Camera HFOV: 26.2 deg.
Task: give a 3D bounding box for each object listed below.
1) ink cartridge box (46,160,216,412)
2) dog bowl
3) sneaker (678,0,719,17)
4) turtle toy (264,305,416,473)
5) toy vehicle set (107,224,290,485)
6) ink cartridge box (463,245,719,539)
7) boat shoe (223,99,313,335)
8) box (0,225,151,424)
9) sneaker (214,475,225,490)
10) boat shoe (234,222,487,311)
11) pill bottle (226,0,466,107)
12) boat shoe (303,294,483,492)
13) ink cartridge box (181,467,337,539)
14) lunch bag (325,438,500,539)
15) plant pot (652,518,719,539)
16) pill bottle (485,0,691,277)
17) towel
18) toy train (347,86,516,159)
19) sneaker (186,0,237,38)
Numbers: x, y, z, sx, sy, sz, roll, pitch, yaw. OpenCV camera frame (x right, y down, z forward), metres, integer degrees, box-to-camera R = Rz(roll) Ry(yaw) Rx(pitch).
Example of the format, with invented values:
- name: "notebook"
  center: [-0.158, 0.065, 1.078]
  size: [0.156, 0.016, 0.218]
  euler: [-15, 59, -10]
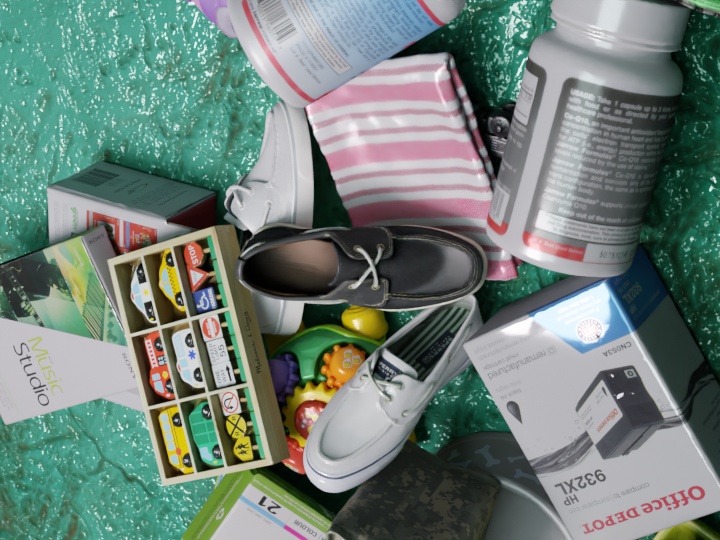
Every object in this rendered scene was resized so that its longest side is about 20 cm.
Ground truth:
- name: "ink cartridge box"
  center: [-0.189, 0.023, 1.402]
  size: [0.175, 0.084, 0.201]
  euler: [16, 118, 24]
- name: "dog bowl"
  center: [0.123, 0.241, 1.330]
  size: [0.199, 0.059, 0.201]
  euler: [12, 116, 26]
- name: "sneaker"
  center: [0.288, -0.212, 1.046]
  size: [0.199, 0.078, 0.086]
  euler: [6, 106, 18]
- name: "turtle toy"
  center: [-0.047, 0.116, 1.333]
  size: [0.199, 0.101, 0.146]
  euler: [-11, 105, 19]
- name: "toy vehicle set"
  center: [-0.136, 0.072, 1.294]
  size: [0.124, 0.026, 0.201]
  euler: [-16, 86, 34]
- name: "ink cartridge box"
  center: [0.197, 0.105, 1.214]
  size: [0.145, 0.084, 0.201]
  euler: [-27, 95, 34]
- name: "boat shoe"
  center: [-0.081, -0.045, 1.296]
  size: [0.068, 0.072, 0.201]
  euler: [1, 106, -15]
- name: "box"
  center: [-0.278, 0.053, 1.394]
  size: [0.199, 0.036, 0.145]
  euler: [-18, 101, 35]
- name: "sneaker"
  center: [-0.091, 0.238, 1.454]
  size: [0.082, 0.071, 0.201]
  euler: [1, 111, 13]
- name: "boat shoe"
  center: [0.000, 0.000, 1.226]
  size: [0.199, 0.068, 0.072]
  euler: [3, 98, 10]
- name: "pill bottle"
  center: [0.008, -0.214, 1.155]
  size: [0.199, 0.109, 0.109]
  euler: [-28, 95, 16]
- name: "boat shoe"
  center: [0.024, 0.088, 1.238]
  size: [0.073, 0.200, 0.067]
  euler: [30, 152, 24]
- name: "ink cartridge box"
  center: [-0.099, 0.290, 1.378]
  size: [0.148, 0.076, 0.200]
  euler: [36, 87, -17]
- name: "lunch bag"
  center: [0.021, 0.266, 1.263]
  size: [0.117, 0.164, 0.201]
  euler: [23, 119, 14]
- name: "plant pot"
  center: [0.259, 0.324, 1.211]
  size: [0.200, 0.181, 0.199]
  euler: [35, 124, 12]
- name: "pill bottle"
  center: [0.167, -0.107, 1.119]
  size: [0.113, 0.114, 0.201]
  euler: [21, 110, 21]
- name: "towel"
  center: [0.038, -0.077, 1.236]
  size: [0.146, 0.030, 0.201]
  euler: [-3, 120, 35]
- name: "toy train"
  center: [0.063, -0.122, 1.230]
  size: [0.199, 0.034, 0.046]
  euler: [18, 129, 22]
- name: "sneaker"
  center: [-0.067, -0.253, 1.227]
  size: [0.200, 0.080, 0.089]
  euler: [-31, 100, 40]
